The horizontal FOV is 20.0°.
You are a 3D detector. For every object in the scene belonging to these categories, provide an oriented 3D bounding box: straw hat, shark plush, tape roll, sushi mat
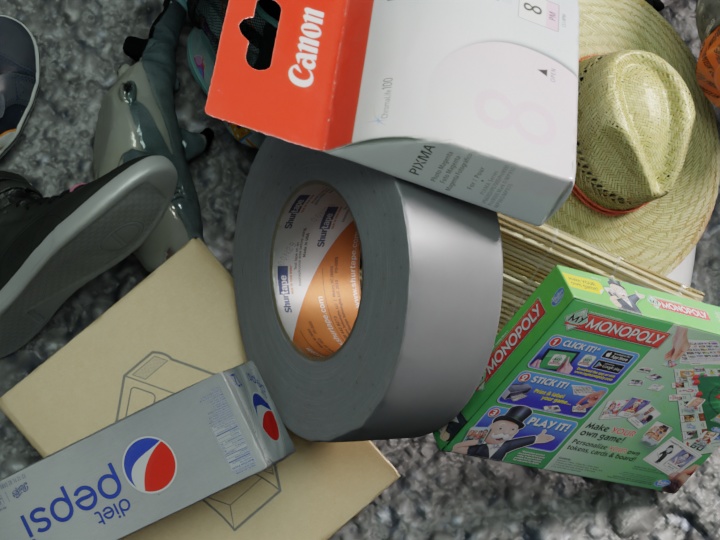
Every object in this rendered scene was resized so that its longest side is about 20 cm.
[{"bbox_3d":[0.159,-0.086,1.244,0.201,0.085,0.202,2,84,-22],"label":"straw hat"},{"bbox_3d":[-0.136,-0.087,1.357,0.083,0.091,0.200,15,52,-26],"label":"shark plush"},{"bbox_3d":[0.000,0.000,1.205,0.066,0.200,0.201,0,68,-32],"label":"tape roll"},{"bbox_3d":[0.100,0.011,1.253,0.200,0.096,0.012,24,36,0],"label":"sushi mat"}]

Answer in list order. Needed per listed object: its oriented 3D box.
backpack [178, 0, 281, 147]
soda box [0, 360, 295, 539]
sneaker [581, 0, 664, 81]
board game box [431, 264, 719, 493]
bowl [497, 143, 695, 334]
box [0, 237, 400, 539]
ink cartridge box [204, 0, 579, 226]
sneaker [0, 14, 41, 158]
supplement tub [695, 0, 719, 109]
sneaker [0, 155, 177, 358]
[{"bbox_3d":[-0.035,-0.184,1.317,0.175,0.153,0.200,-13,60,-29],"label":"backpack"},{"bbox_3d":[-0.143,0.125,1.211,0.200,0.068,0.064,-27,88,13],"label":"soda box"},{"bbox_3d":[0.146,-0.145,1.347,0.111,0.077,0.200,21,34,5],"label":"sneaker"},{"bbox_3d":[0.156,0.070,1.228,0.200,0.135,0.029,14,36,-37],"label":"board game box"},{"bbox_3d":[0.125,-0.017,1.334,0.200,0.075,0.200,14,70,-2],"label":"bowl"},{"bbox_3d":[-0.100,0.106,1.275,0.163,0.021,0.200,-40,85,-11],"label":"box"},{"bbox_3d":[0.025,-0.121,1.148,0.200,0.057,0.163,21,45,-14],"label":"ink cartridge box"},{"bbox_3d":[-0.271,-0.093,1.321,0.078,0.079,0.200,26,68,6],"label":"sneaker"},{"bbox_3d":[0.283,-0.192,1.275,0.122,0.123,0.200,21,67,3],"label":"supplement tub"},{"bbox_3d":[-0.199,-0.036,1.266,0.071,0.200,0.099,4,53,-52],"label":"sneaker"}]
